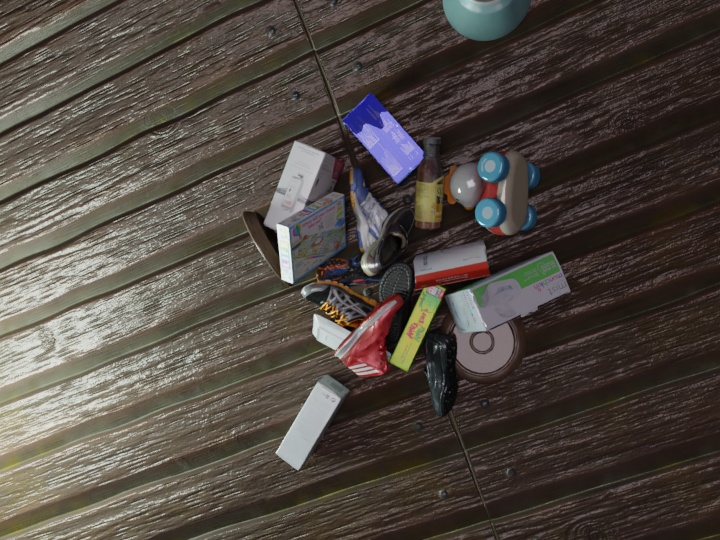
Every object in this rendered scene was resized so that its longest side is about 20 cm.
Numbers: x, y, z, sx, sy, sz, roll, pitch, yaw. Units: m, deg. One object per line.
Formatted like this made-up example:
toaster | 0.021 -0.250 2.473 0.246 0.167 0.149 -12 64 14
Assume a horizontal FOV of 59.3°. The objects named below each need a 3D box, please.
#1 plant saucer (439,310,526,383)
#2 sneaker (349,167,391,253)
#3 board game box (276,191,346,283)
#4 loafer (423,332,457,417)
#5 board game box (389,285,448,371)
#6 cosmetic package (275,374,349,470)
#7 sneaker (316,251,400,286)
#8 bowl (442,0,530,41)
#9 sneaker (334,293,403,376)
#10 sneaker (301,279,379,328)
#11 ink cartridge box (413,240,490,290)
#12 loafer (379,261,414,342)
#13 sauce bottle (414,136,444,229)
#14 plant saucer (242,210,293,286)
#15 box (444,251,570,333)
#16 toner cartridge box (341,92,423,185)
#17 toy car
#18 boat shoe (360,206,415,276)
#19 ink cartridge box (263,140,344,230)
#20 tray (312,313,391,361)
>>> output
plant saucer | 0.277 0.160 1.435 0.198 0.034 0.202 0 92 10
sneaker | 0.024 -0.141 1.463 0.087 0.075 0.202 -11 98 3
board game box | -0.103 -0.076 1.400 0.034 0.200 0.136 18 125 30
loafer | 0.178 0.234 1.433 0.070 0.068 0.203 13 115 40
board game box | 0.133 0.120 1.427 0.047 0.102 0.201 25 96 10
cosmetic package | -0.111 0.354 1.483 0.074 0.102 0.201 33 96 9
sneaker | 0.000 0.000 1.464 0.198 0.078 0.076 -4 76 8
bowl | 0.276 -0.618 1.377 0.199 0.105 0.203 0 92 10
sneaker | 0.046 0.150 1.381 0.116 0.078 0.200 44 108 -1
sneaker | -0.042 0.084 1.432 0.199 0.078 0.078 21 58 -16
ink cartridge box | 0.194 -0.014 1.361 0.161 0.200 0.058 -12 94 11
loafer | 0.081 0.063 1.427 0.072 0.071 0.202 19 120 15
sauce bottle | 0.155 -0.194 1.411 0.065 0.066 0.202 5 108 11
plant saucer | -0.201 -0.054 1.440 0.029 0.200 0.201 -31 86 2
box | 0.302 0.052 1.324 0.199 0.176 0.097 -23 86 -10
toner cartridge box | 0.057 -0.302 1.459 0.095 0.043 0.200 -41 84 10
toy car | 0.262 -0.169 1.384 0.199 0.184 0.179 6 94 40
boat shoe | 0.076 -0.067 1.403 0.065 0.200 0.072 -6 127 49
ink cartridge box | -0.127 -0.178 1.446 0.082 0.146 0.202 24 97 14
tray | -0.027 0.175 1.462 0.199 0.108 0.022 27 61 9
